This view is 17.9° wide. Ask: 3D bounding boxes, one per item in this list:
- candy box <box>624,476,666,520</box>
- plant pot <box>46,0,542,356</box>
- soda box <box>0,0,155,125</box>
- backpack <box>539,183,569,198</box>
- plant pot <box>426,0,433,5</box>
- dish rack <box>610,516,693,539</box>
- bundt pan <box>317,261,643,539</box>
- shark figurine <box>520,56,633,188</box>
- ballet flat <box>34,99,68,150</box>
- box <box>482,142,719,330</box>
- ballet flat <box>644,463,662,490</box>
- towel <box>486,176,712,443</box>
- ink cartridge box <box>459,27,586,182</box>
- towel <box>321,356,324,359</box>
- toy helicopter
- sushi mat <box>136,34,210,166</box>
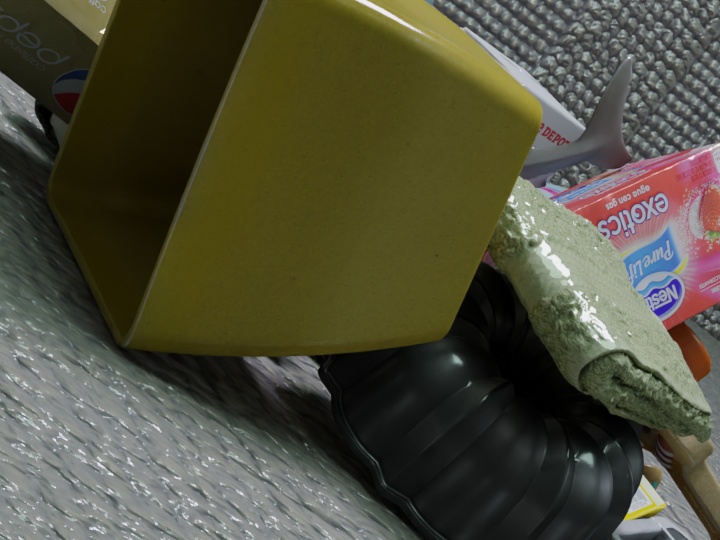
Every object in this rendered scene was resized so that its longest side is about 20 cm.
[{"bbox_3d":[0.115,0.119,1.368,0.102,0.026,0.200,50,20,16],"label":"candy box"},{"bbox_3d":[-0.028,-0.069,1.160,0.176,0.200,0.200,15,18,-25],"label":"plant pot"},{"bbox_3d":[-0.162,-0.137,1.247,0.200,0.068,0.064,39,46,-37],"label":"soda box"},{"bbox_3d":[0.092,-0.005,1.630,0.167,0.127,0.200,1,12,-41],"label":"backpack"},{"bbox_3d":[-0.055,-0.113,1.506,0.161,0.201,0.201,18,8,0],"label":"plant pot"},{"bbox_3d":[0.207,0.220,1.346,0.172,0.044,0.200,47,10,17],"label":"dish rack"},{"bbox_3d":[0.078,0.072,1.251,0.202,0.076,0.202,33,31,-22],"label":"bundt pan"},{"bbox_3d":[0.070,-0.082,1.494,0.128,0.214,0.090,-28,103,-49],"label":"shark figurine"},{"bbox_3d":[-0.118,-0.048,1.345,0.200,0.072,0.072,41,8,13],"label":"ballet flat"},{"bbox_3d":[0.146,-0.001,1.437,0.103,0.200,0.095,-11,-79,52],"label":"box"},{"bbox_3d":[0.139,0.105,1.626,0.200,0.063,0.069,44,7,32],"label":"ballet flat"},{"bbox_3d":[0.127,0.018,1.248,0.149,0.036,0.200,60,16,26],"label":"towel"},{"bbox_3d":[0.071,-0.078,1.839,0.084,0.200,0.144,43,9,28],"label":"ink cartridge box"},{"bbox_3d":[0.036,0.072,1.454,0.200,0.032,0.191,41,8,17],"label":"towel"},{"bbox_3d":[0.206,0.123,1.518,0.200,0.079,0.132,56,-13,-8],"label":"toy helicopter"},{"bbox_3d":[-0.045,-0.059,1.283,0.012,0.096,0.200,9,-50,55],"label":"sushi mat"}]
